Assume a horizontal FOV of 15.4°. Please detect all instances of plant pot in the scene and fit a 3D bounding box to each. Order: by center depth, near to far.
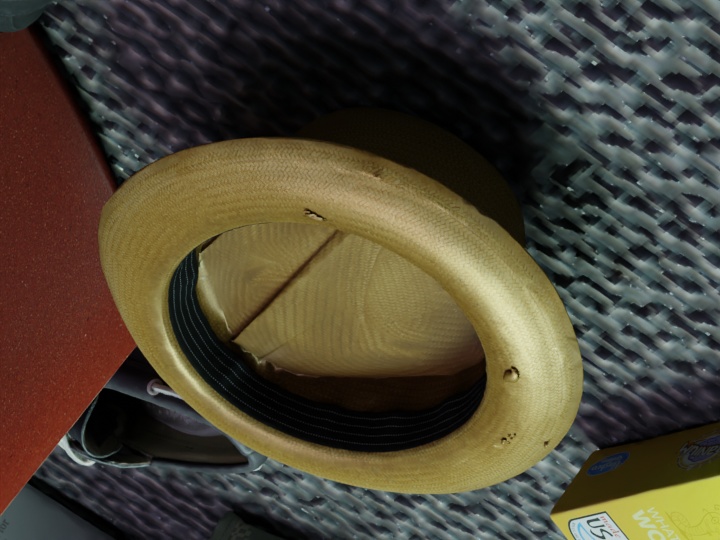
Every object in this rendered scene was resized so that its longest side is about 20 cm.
[{"bbox_3d":[-0.214,-0.019,1.054,0.199,0.200,0.177,18,134,19],"label":"plant pot"}]

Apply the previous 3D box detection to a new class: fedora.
[{"bbox_3d":[0.000,0.000,0.992,0.200,0.082,0.201,17,142,14],"label":"fedora"}]

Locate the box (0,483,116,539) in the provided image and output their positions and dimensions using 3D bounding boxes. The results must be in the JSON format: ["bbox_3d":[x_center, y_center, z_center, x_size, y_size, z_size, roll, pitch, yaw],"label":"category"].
[{"bbox_3d":[-0.240,0.218,1.386,0.171,0.199,0.200,32,149,-3],"label":"box"}]

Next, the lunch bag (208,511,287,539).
[{"bbox_3d":[-0.032,0.243,1.252,0.163,0.200,0.118,20,147,14],"label":"lunch bag"}]

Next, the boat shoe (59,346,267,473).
[{"bbox_3d":[-0.105,0.058,1.180,0.199,0.060,0.074,1,139,39],"label":"boat shoe"}]

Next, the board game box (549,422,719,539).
[{"bbox_3d":[0.188,0.121,1.023,0.153,0.040,0.200,51,144,-13],"label":"board game box"}]

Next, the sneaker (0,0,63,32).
[{"bbox_3d":[-0.067,-0.114,0.891,0.112,0.073,0.200,34,147,-4],"label":"sneaker"}]
